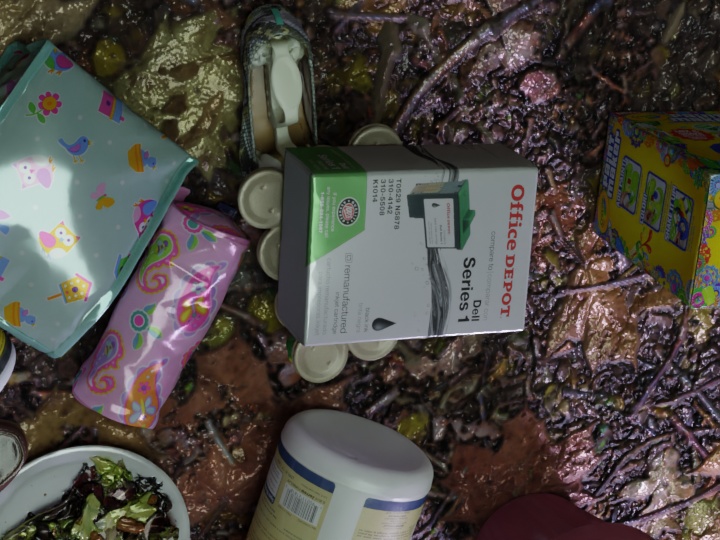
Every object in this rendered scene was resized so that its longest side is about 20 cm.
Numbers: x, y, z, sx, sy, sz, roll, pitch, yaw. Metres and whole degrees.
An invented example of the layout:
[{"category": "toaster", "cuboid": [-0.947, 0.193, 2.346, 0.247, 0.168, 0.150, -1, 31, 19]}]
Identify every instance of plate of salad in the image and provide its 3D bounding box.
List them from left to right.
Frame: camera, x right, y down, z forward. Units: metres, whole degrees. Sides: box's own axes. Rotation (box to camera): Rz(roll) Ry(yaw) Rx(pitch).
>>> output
[{"category": "plate of salad", "cuboid": [-0.247, 0.251, 1.432, 0.198, 0.048, 0.202, -6, 111, -17]}]

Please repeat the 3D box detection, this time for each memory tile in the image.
[{"category": "memory tile", "cuboid": [-0.011, -0.014, 1.352, 0.152, 0.017, 0.202, -23, 113, -12]}]

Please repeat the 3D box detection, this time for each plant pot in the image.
[{"category": "plant pot", "cuboid": [0.196, 0.312, 1.536, 0.198, 0.179, 0.202, -7, 112, -17]}]

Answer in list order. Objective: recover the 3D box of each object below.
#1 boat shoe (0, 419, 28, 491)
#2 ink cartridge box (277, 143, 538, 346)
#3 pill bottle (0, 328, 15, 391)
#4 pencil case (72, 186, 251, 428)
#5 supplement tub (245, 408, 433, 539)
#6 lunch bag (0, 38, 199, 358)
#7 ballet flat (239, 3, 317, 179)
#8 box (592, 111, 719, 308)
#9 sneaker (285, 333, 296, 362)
[{"category": "boat shoe", "cuboid": [-0.371, 0.189, 1.347, 0.199, 0.070, 0.071, -28, 98, -10]}, {"category": "ink cartridge box", "cuboid": [0.039, -0.024, 1.312, 0.198, 0.084, 0.148, -4, 109, -19]}, {"category": "pill bottle", "cuboid": [-0.374, 0.031, 1.266, 0.112, 0.112, 0.200, -38, 118, -2]}, {"category": "pencil case", "cuboid": [-0.168, 0.034, 1.359, 0.087, 0.087, 0.201, 24, 100, -25]}, {"category": "supplement tub", "cuboid": [-0.029, 0.243, 1.451, 0.143, 0.144, 0.202, 13, 105, -23]}, {"category": "lunch bag", "cuboid": [-0.253, -0.053, 1.257, 0.170, 0.122, 0.201, 38, 77, -28]}, {"category": "ballet flat", "cuboid": [-0.066, -0.118, 1.342, 0.071, 0.072, 0.202, -11, 113, -15]}, {"category": "box", "cuboid": [0.344, -0.060, 1.438, 0.198, 0.193, 0.123, -2, 111, -19]}, {"category": "sneaker", "cuboid": [0.000, 0.000, 1.416, 0.084, 0.074, 0.200, 43, 89, -14]}]
